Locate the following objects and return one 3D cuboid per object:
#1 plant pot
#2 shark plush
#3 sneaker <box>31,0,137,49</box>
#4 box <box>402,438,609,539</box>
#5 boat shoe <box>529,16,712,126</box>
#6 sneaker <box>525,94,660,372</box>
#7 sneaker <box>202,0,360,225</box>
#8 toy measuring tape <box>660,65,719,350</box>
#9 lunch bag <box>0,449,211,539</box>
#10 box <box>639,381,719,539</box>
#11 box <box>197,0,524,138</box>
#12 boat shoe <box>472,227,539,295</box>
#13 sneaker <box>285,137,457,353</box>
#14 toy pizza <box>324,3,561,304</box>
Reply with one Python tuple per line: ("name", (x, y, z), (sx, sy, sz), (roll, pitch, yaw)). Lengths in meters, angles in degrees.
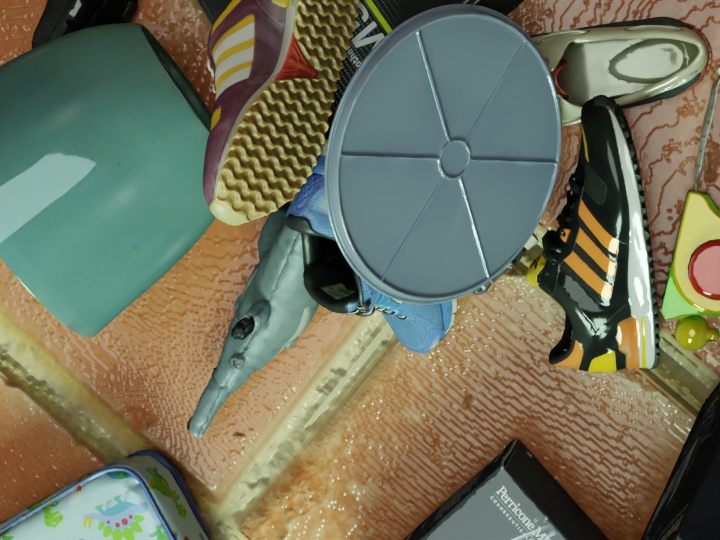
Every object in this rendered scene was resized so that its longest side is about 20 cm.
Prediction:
("plant pot", (-0.185, -0.081, 1.125), (0.160, 0.201, 0.201), (-35, 87, 3))
("shark plush", (-0.080, 0.029, 1.163), (0.091, 0.083, 0.200), (46, 102, 4))
("sneaker", (-0.195, -0.245, 1.177), (0.079, 0.075, 0.201), (32, 92, 17))
("box", (0.108, 0.261, 1.134), (0.182, 0.104, 0.200), (-44, 86, 11))
("boat shoe", (0.148, -0.135, 1.110), (0.198, 0.063, 0.072), (-9, 95, 14))
("sneaker", (0.156, -0.019, 1.095), (0.089, 0.070, 0.202), (-8, 110, 9))
("sneaker", (-0.068, -0.122, 1.049), (0.090, 0.075, 0.201), (3, 65, 45))
("toy measuring tape", (0.259, -0.040, 1.092), (0.073, 0.074, 0.202), (13, 98, 11))
("lunch bag", (-0.208, 0.247, 1.212), (0.199, 0.082, 0.162), (-31, 87, 13))
("box", (0.261, 0.150, 1.004), (0.117, 0.197, 0.201), (27, 61, 8))
("box", (-0.013, -0.205, 1.110), (0.193, 0.047, 0.201), (-36, 62, 11))
("boat shoe", (0.036, -0.069, 1.135), (0.200, 0.072, 0.068), (45, 103, 5))
("sneaker", (0.000, 0.000, 1.099), (0.078, 0.200, 0.089), (16, 63, 41))
("toy pizza", (0.054, -0.077, 1.046), (0.032, 0.199, 0.202), (24, 103, 51))
